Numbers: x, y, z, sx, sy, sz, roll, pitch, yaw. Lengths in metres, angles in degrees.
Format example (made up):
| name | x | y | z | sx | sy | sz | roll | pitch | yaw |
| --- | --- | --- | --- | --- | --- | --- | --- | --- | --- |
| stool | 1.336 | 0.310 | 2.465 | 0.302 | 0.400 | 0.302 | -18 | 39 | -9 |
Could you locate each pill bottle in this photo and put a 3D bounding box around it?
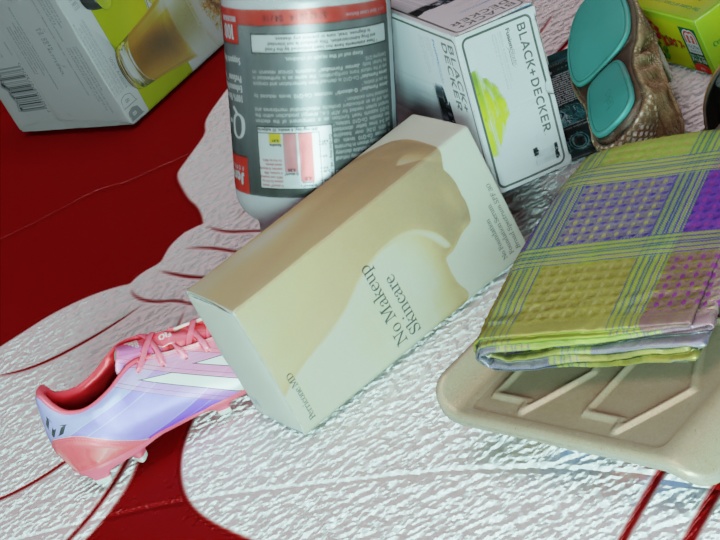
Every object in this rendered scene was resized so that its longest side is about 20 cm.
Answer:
| name | x | y | z | sx | sy | sz | roll | pitch | yaw |
| --- | --- | --- | --- | --- | --- | --- | --- | --- | --- |
| pill bottle | -0.031 | -0.096 | 1.308 | 0.115 | 0.202 | 0.116 | -3 | 13 | 1 |

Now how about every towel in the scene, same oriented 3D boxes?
| name | x | y | z | sx | sy | sz | roll | pitch | yaw |
| --- | --- | --- | --- | --- | --- | --- | --- | --- | --- |
| towel | 0.154 | -0.013 | 1.084 | 0.143 | 0.023 | 0.201 | -8 | 34 | 33 |

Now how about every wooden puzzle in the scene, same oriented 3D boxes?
| name | x | y | z | sx | sy | sz | roll | pitch | yaw |
| --- | --- | --- | --- | --- | --- | --- | --- | --- | --- |
| wooden puzzle | 0.166 | 0.043 | 1.055 | 0.185 | 0.047 | 0.199 | -43 | 33 | -26 |

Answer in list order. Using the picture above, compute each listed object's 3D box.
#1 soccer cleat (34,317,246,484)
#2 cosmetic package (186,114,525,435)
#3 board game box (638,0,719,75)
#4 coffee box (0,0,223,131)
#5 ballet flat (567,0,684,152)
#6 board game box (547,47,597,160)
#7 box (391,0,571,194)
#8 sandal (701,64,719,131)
| name | x | y | z | sx | sy | sz | roll | pitch | yaw |
| --- | --- | --- | --- | --- | --- | --- | --- | --- | --- |
| soccer cleat | -0.119 | 0.062 | 1.277 | 0.199 | 0.077 | 0.067 | -33 | 25 | -5 |
| cosmetic package | 0.000 | 0.000 | 1.236 | 0.200 | 0.106 | 0.071 | -40 | 27 | -18 |
| board game box | 0.297 | -0.221 | 1.393 | 0.199 | 0.048 | 0.101 | -35 | 26 | -12 |
| coffee box | -0.268 | -0.276 | 1.916 | 0.199 | 0.201 | 0.198 | 1 | 38 | 48 |
| ballet flat | 0.183 | -0.124 | 1.316 | 0.070 | 0.065 | 0.201 | -42 | 24 | 28 |
| board game box | 0.085 | -0.096 | 1.410 | 0.198 | 0.028 | 0.136 | -20 | 27 | 19 |
| box | 0.062 | -0.136 | 1.328 | 0.060 | 0.118 | 0.200 | -23 | 24 | -16 |
| sandal | 0.244 | -0.106 | 1.228 | 0.081 | 0.055 | 0.200 | -3 | 36 | 44 |
